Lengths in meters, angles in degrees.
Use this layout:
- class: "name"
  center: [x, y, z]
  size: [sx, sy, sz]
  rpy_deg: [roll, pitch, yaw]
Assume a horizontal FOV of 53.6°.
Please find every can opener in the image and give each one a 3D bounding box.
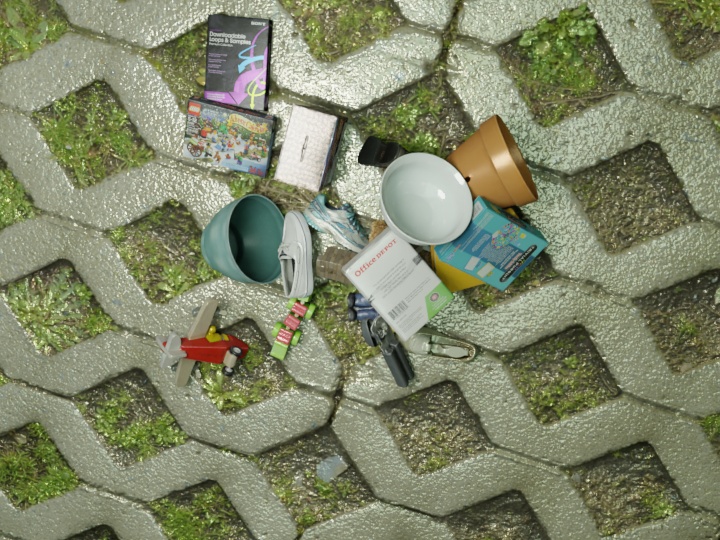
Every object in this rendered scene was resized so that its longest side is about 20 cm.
- class: "can opener"
  center: [0.061, 0.187, 1.669]
  size: [0.067, 0.053, 0.201]
  rpy_deg: [4, 130, 41]

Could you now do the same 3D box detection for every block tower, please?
- class: "block tower"
  center: [0.000, 0.000, 1.639]
  size: [0.199, 0.058, 0.054]
  rpy_deg: [13, 133, 8]

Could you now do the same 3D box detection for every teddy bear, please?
- class: "teddy bear"
  center: [0.112, -0.056, 1.609]
  size: [0.199, 0.067, 0.146]
  rpy_deg: [-12, 86, -17]

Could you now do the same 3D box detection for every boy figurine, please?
- class: "boy figurine"
  center: [0.071, 0.090, 1.663]
  size: [0.199, 0.064, 0.125]
  rpy_deg: [0, 97, 8]

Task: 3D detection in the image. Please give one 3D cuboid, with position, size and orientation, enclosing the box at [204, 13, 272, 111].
- class: "box"
  center: [-0.275, -0.465, 1.598]
  size: [0.142, 0.036, 0.201]
  rpy_deg: [6, 101, 5]

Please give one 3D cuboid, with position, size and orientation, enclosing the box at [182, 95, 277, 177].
- class: "box"
  center: [-0.297, -0.303, 1.614]
  size: [0.199, 0.038, 0.137]
  rpy_deg: [14, 119, 2]

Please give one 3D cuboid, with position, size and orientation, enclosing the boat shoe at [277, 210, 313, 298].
- class: "boat shoe"
  center: [-0.152, -0.036, 1.607]
  size: [0.073, 0.065, 0.201]
  rpy_deg: [-15, 83, 46]

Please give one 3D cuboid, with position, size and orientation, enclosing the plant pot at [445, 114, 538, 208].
- class: "plant pot"
  center: [0.274, -0.210, 1.521]
  size: [0.140, 0.200, 0.201]
  rpy_deg: [-27, 98, 21]

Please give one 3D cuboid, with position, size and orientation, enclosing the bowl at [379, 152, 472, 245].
- class: "bowl"
  center: [0.120, -0.132, 1.454]
  size: [0.200, 0.090, 0.202]
  rpy_deg: [6, 70, -17]

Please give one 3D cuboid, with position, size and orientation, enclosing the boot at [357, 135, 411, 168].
- class: "boot"
  center: [0.099, -0.224, 1.575]
  size: [0.174, 0.200, 0.070]
  rpy_deg: [25, 93, -32]

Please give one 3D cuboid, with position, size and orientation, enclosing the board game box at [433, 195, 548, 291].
- class: "board game box"
  center: [0.279, -0.053, 1.519]
  size: [0.199, 0.047, 0.151]
  rpy_deg: [24, 118, -33]

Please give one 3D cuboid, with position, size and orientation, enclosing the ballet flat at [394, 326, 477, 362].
- class: "ballet flat"
  center: [0.177, 0.176, 1.669]
  size: [0.199, 0.069, 0.070]
  rpy_deg: [10, 102, 4]

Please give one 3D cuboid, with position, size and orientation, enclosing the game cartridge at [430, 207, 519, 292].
- class: "game cartridge"
  center: [0.253, -0.041, 1.574]
  size: [0.199, 0.032, 0.177]
  rpy_deg: [-15, 129, -10]

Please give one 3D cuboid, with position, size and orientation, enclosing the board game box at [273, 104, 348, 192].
- class: "board game box"
  center: [-0.102, -0.266, 1.537]
  size: [0.096, 0.200, 0.160]
  rpy_deg: [16, 102, 2]

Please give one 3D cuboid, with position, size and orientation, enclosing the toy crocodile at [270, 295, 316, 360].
- class: "toy crocodile"
  center: [-0.162, 0.123, 1.693]
  size: [0.067, 0.062, 0.201]
  rpy_deg: [28, 103, 0]

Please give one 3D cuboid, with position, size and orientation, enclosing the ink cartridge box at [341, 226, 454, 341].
- class: "ink cartridge box"
  center: [0.077, 0.026, 1.522]
  size: [0.145, 0.084, 0.200]
  rpy_deg: [-41, 100, -1]

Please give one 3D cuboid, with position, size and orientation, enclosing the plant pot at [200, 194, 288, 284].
- class: "plant pot"
  center: [-0.275, -0.063, 1.615]
  size: [0.134, 0.200, 0.201]
  rpy_deg: [-7, 102, 34]

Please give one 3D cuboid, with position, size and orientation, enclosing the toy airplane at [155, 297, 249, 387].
- class: "toy airplane"
  center: [-0.388, 0.171, 1.686]
  size: [0.199, 0.141, 0.200]
  rpy_deg: [-28, 130, -3]

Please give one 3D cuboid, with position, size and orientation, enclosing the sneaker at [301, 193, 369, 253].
- class: "sneaker"
  center: [-0.034, -0.104, 1.628]
  size: [0.199, 0.078, 0.087]
  rpy_deg: [31, 99, -1]
